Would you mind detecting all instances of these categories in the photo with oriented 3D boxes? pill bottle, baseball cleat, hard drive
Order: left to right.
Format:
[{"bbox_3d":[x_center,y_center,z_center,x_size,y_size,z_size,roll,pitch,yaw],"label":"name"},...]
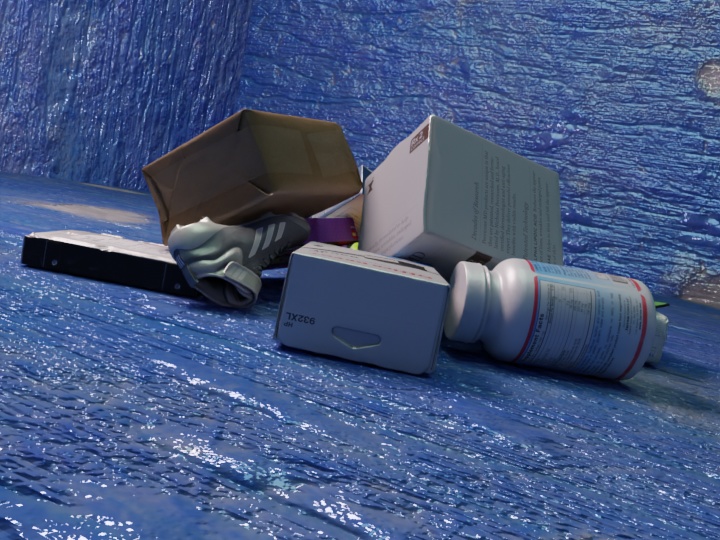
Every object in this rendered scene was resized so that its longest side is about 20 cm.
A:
[{"bbox_3d":[-0.269,-0.012,0.870,0.198,0.038,0.140,10,5,1],"label":"hard drive"},{"bbox_3d":[-0.121,-0.010,0.828,0.199,0.107,0.070,-10,-23,-47],"label":"baseball cleat"},{"bbox_3d":[0.193,0.048,0.778,0.198,0.110,0.109,10,5,-6],"label":"pill bottle"}]

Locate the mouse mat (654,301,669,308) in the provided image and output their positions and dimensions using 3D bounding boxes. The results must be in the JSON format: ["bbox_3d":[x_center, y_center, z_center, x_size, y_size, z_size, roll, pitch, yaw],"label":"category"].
[{"bbox_3d":[0.305,0.030,1.010,0.199,0.008,0.161,11,6,32],"label":"mouse mat"}]

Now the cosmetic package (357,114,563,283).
[{"bbox_3d":[0.120,-0.052,0.914,0.199,0.166,0.165,18,-31,-22],"label":"cosmetic package"}]

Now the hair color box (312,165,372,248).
[{"bbox_3d":[-0.034,-0.073,1.151,0.199,0.061,0.100,-29,-46,35],"label":"hair color box"}]

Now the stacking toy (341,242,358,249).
[{"bbox_3d":[0.000,0.000,1.054,0.198,0.111,0.116,-3,1,10],"label":"stacking toy"}]

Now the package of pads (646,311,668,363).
[{"bbox_3d":[0.320,0.070,1.019,0.153,0.069,0.200,10,6,5],"label":"package of pads"}]

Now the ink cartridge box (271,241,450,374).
[{"bbox_3d":[0.003,0.028,0.731,0.144,0.084,0.200,12,5,0],"label":"ink cartridge box"}]

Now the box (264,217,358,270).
[{"bbox_3d":[-0.107,-0.034,1.032,0.136,0.039,0.200,-19,-5,27],"label":"box"}]

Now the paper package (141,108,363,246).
[{"bbox_3d":[-0.132,-0.110,0.926,0.190,0.104,0.200,-22,-5,30],"label":"paper package"}]
